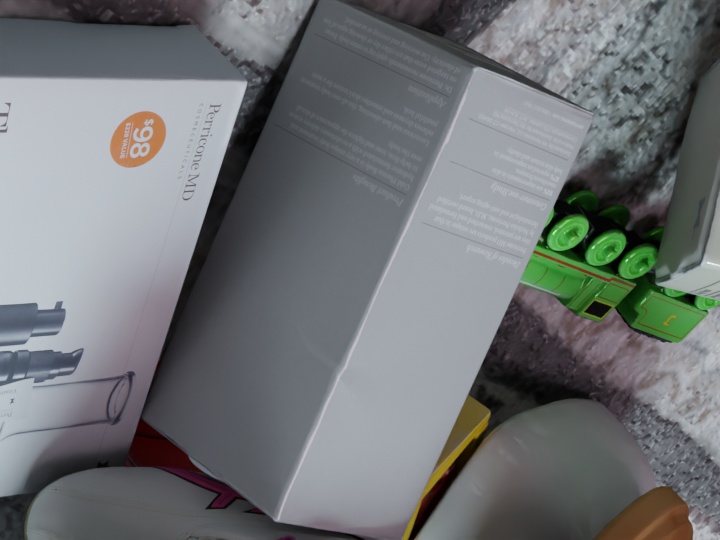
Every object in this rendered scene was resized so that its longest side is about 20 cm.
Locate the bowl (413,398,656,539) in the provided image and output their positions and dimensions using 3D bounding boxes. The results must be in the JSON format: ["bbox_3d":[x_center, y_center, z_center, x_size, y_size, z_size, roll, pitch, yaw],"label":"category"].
[{"bbox_3d":[0.078,0.168,1.037,0.200,0.075,0.200,-57,161,13],"label":"bowl"}]

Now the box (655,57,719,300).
[{"bbox_3d":[0.251,-0.027,0.930,0.128,0.199,0.110,108,-5,-85],"label":"box"}]

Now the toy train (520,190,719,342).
[{"bbox_3d":[0.115,-0.005,0.999,0.199,0.042,0.056,19,121,-46],"label":"toy train"}]

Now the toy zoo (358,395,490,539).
[{"bbox_3d":[0.008,0.140,0.968,0.131,0.020,0.200,-46,163,-33],"label":"toy zoo"}]

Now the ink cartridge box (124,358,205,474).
[{"bbox_3d":[-0.086,0.145,0.939,0.116,0.067,0.201,11,116,-44],"label":"ink cartridge box"}]

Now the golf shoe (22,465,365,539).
[{"bbox_3d":[-0.039,0.123,0.822,0.199,0.073,0.092,19,159,-9],"label":"golf shoe"}]

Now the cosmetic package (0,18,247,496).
[{"bbox_3d":[-0.143,0.000,0.786,0.150,0.052,0.201,-5,127,-39],"label":"cosmetic package"}]

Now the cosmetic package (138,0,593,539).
[{"bbox_3d":[0.000,0.000,0.832,0.090,0.107,0.201,13,104,-45],"label":"cosmetic package"}]

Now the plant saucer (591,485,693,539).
[{"bbox_3d":[0.102,0.195,0.971,0.200,0.037,0.201,-44,158,-22],"label":"plant saucer"}]
